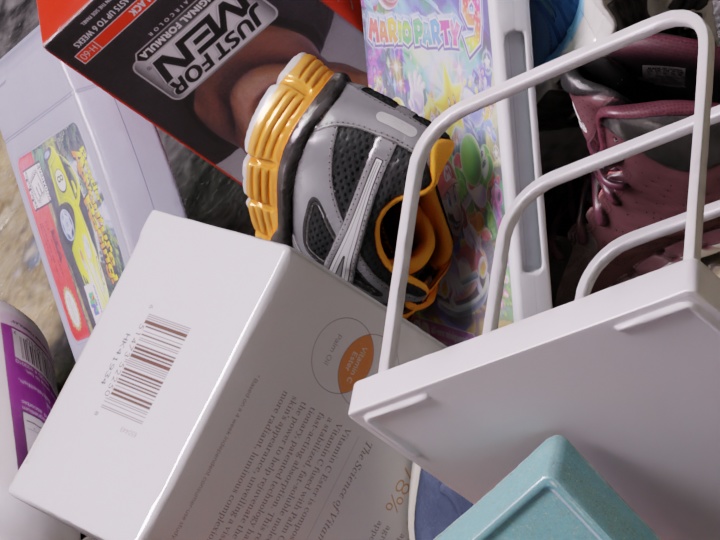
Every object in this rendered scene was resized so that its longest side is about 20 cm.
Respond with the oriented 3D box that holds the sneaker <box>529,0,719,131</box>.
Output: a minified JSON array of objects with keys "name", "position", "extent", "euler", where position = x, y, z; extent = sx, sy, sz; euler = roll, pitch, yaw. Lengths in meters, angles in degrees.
[{"name":"sneaker","position":[0.105,-0.126,0.985],"extent":[0.200,0.078,0.090],"euler":[110,148,-60]}]

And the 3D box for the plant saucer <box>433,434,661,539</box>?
[{"name":"plant saucer","position":[0.107,0.148,0.789],"extent":[0.070,0.200,0.019],"euler":[-43,1,21]}]

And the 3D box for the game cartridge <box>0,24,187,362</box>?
[{"name":"game cartridge","position":[-0.120,-0.021,1.162],"extent":[0.133,0.041,0.201],"euler":[-21,87,62]}]

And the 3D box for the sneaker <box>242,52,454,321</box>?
[{"name":"sneaker","position":[0.000,0.000,1.015],"extent":[0.077,0.200,0.078],"euler":[18,56,18]}]

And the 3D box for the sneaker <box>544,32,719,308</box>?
[{"name":"sneaker","position":[0.097,-0.045,0.986],"extent":[0.200,0.115,0.076],"euler":[-25,47,35]}]

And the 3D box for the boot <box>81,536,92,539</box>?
[{"name":"boot","position":[-0.082,0.106,1.036],"extent":[0.068,0.200,0.131],"euler":[44,106,10]}]

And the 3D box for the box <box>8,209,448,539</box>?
[{"name":"box","position":[-0.012,0.081,0.946],"extent":[0.097,0.200,0.125],"euler":[15,75,53]}]

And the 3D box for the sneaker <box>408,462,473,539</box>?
[{"name":"sneaker","position":[0.057,0.133,0.879],"extent":[0.085,0.075,0.201],"euler":[-152,61,-78]}]

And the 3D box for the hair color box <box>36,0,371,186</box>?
[{"name":"hair color box","position":[-0.041,-0.098,1.112],"extent":[0.101,0.200,0.061],"euler":[-39,40,23]}]

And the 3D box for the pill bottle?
[{"name":"pill bottle","position":[-0.197,0.114,1.205],"extent":[0.112,0.112,0.200],"euler":[-40,39,21]}]

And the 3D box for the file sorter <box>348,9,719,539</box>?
[{"name":"file sorter","position":[0.120,0.027,0.843],"extent":[0.139,0.200,0.125],"euler":[-21,45,38]}]

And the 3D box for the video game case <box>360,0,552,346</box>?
[{"name":"video game case","position":[0.038,-0.054,1.020],"extent":[0.143,0.018,0.201],"euler":[-163,66,-68]}]
